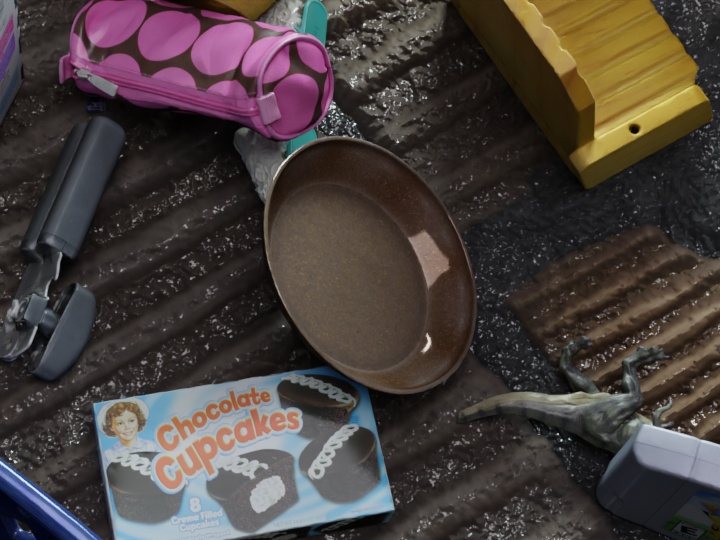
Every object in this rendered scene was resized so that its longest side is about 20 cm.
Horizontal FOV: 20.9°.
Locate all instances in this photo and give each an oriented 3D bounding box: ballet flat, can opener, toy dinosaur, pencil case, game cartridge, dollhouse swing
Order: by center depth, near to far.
[{"bbox_3d":[0.275,0.172,1.380,0.200,0.133,0.041,21,63,2],"label":"game cartridge"},{"bbox_3d":[-0.123,-0.148,1.443,0.200,0.091,0.094,13,26,31],"label":"pencil case"},{"bbox_3d":[-0.214,-0.015,1.446,0.067,0.053,0.200,33,64,-29],"label":"can opener"},{"bbox_3d":[0.179,0.096,1.447,0.199,0.047,0.088,15,74,2],"label":"toy dinosaur"},{"bbox_3d":[0.173,-0.197,1.490,0.181,0.176,0.200,-29,74,-17],"label":"dollhouse swing"},{"bbox_3d":[-0.064,-0.119,1.498,0.072,0.072,0.201,7,66,-4],"label":"ballet flat"}]

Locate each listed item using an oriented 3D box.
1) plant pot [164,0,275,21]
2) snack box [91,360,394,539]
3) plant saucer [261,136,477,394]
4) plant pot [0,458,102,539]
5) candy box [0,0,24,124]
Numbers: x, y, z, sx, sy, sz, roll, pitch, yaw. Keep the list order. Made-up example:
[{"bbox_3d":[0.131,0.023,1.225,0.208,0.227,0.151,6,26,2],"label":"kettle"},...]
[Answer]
[{"bbox_3d":[-0.114,-0.269,1.488,0.199,0.200,0.142,16,84,-1],"label":"plant pot"},{"bbox_3d":[-0.085,0.138,1.399,0.199,0.037,0.116,-9,69,-11],"label":"snack box"},{"bbox_3d":[0.000,0.000,1.427,0.200,0.037,0.201,20,57,-35],"label":"plant saucer"},{"bbox_3d":[-0.278,0.232,1.261,0.200,0.180,0.200,38,68,8],"label":"plant pot"},{"bbox_3d":[-0.336,-0.184,1.406,0.167,0.200,0.072,20,68,1],"label":"candy box"}]
